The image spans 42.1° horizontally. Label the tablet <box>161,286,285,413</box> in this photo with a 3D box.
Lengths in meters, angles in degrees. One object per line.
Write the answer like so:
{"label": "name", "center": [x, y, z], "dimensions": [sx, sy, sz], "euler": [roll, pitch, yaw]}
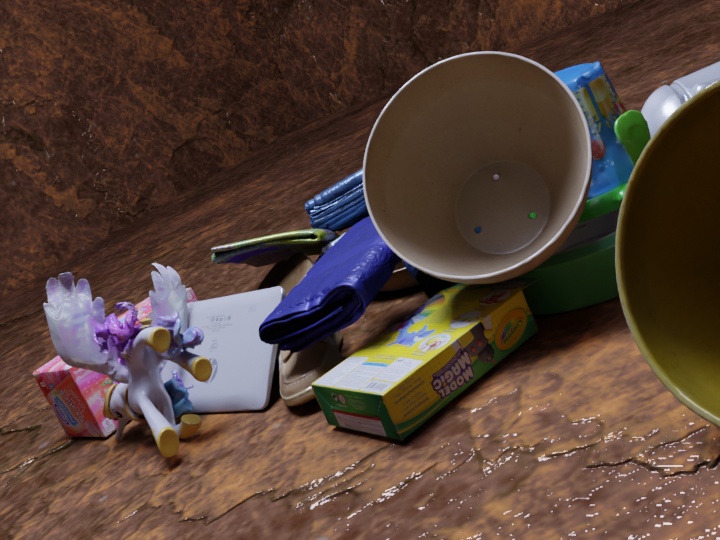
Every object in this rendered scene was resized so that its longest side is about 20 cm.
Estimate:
{"label": "tablet", "center": [-0.157, 0.090, 1.024], "dimensions": [0.014, 0.132, 0.199], "euler": [23, -23, -40]}

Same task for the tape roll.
{"label": "tape roll", "center": [0.222, -0.026, 0.910], "dimensions": [0.199, 0.049, 0.201], "euler": [-24, 14, 6]}

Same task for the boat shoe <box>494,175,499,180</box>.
{"label": "boat shoe", "center": [0.234, -0.127, 1.075], "dimensions": [0.197, 0.071, 0.071], "euler": [-6, 24, 4]}

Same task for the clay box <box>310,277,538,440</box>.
{"label": "clay box", "center": [0.066, 0.070, 0.824], "dimensions": [0.199, 0.048, 0.114], "euler": [-32, 16, -30]}

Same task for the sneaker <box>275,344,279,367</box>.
{"label": "sneaker", "center": [-0.124, 0.067, 1.105], "dimensions": [0.090, 0.070, 0.199], "euler": [-35, 16, -29]}

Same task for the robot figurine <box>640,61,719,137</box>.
{"label": "robot figurine", "center": [0.380, -0.159, 0.984], "dimensions": [0.198, 0.114, 0.170], "euler": [-22, -26, 8]}

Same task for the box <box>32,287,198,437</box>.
{"label": "box", "center": [-0.286, 0.112, 1.164], "dimensions": [0.102, 0.095, 0.200], "euler": [-11, 20, 46]}

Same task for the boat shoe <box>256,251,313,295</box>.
{"label": "boat shoe", "center": [-0.076, 0.029, 1.159], "dimensions": [0.072, 0.072, 0.200], "euler": [-54, 12, -13]}

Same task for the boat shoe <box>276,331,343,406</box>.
{"label": "boat shoe", "center": [-0.059, 0.078, 0.966], "dimensions": [0.071, 0.065, 0.200], "euler": [-24, 14, 3]}

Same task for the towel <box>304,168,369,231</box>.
{"label": "towel", "center": [0.029, -0.108, 1.195], "dimensions": [0.199, 0.049, 0.112], "euler": [-30, -7, 9]}

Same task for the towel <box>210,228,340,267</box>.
{"label": "towel", "center": [-0.099, -0.027, 1.176], "dimensions": [0.142, 0.023, 0.200], "euler": [-11, -2, 5]}

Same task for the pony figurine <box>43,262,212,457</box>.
{"label": "pony figurine", "center": [-0.233, 0.093, 0.986], "dimensions": [0.165, 0.196, 0.199], "euler": [-6, 3, -36]}

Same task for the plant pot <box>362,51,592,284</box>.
{"label": "plant pot", "center": [0.116, -0.075, 0.849], "dimensions": [0.198, 0.202, 0.134], "euler": [-21, -20, 15]}

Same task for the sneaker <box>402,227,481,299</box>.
{"label": "sneaker", "center": [0.114, -0.057, 0.979], "dimensions": [0.076, 0.112, 0.201], "euler": [8, -52, -38]}

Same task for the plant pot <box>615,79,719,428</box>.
{"label": "plant pot", "center": [0.272, -0.010, 0.542], "dimensions": [0.141, 0.203, 0.199], "euler": [-2, -1, -36]}

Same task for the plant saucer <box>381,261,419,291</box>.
{"label": "plant saucer", "center": [0.078, -0.023, 1.161], "dimensions": [0.198, 0.036, 0.200], "euler": [-23, 15, 6]}

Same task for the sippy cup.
{"label": "sippy cup", "center": [0.214, -0.130, 0.932], "dimensions": [0.177, 0.131, 0.140], "euler": [-13, 18, 37]}

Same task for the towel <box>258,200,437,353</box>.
{"label": "towel", "center": [0.000, 0.000, 0.923], "dimensions": [0.147, 0.050, 0.200], "euler": [-26, 17, 42]}

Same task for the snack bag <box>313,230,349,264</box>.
{"label": "snack bag", "center": [0.016, -0.050, 1.219], "dimensions": [0.188, 0.022, 0.200], "euler": [-34, -4, -15]}
